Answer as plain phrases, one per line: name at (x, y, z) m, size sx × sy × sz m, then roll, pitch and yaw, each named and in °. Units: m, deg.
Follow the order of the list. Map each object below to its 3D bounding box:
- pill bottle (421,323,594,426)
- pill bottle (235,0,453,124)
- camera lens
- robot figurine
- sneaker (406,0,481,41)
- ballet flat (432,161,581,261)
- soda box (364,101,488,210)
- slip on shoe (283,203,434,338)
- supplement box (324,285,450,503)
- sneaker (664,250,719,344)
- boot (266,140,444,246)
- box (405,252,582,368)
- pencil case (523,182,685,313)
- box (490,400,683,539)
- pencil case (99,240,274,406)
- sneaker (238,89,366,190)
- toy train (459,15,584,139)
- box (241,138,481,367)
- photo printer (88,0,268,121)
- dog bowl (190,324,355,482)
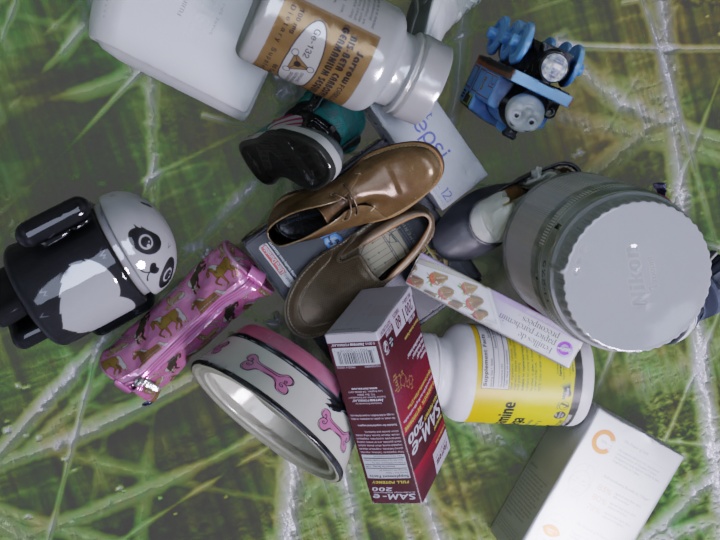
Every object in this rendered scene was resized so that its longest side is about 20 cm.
pill bottle at (0.154, 0.118, 1.185) m, size 0.200 × 0.112 × 0.113 m, roll 4°, pitch 96°, yaw -9°
pill bottle at (-0.014, -0.227, 1.048) m, size 0.200 × 0.114 × 0.114 m, roll 23°, pitch 93°, yaw -15°
camera lens at (0.241, -0.013, 1.046) m, size 0.160 × 0.200 × 0.160 m, roll -2°, pitch 101°, yaw -8°
robot figurine at (-0.290, 0.001, 1.090) m, size 0.200 × 0.150 × 0.125 m, roll -29°, pitch 88°, yaw -5°
sneaker at (0.108, -0.310, 1.136) m, size 0.080 × 0.070 × 0.200 m, roll 24°, pitch 79°, yaw -21°
ballet flat at (0.171, -0.072, 1.162) m, size 0.200 × 0.073 × 0.073 m, roll -26°, pitch 101°, yaw -22°
soda box at (0.055, -0.167, 1.158) m, size 0.068 × 0.063 × 0.200 m, roll -38°, pitch 101°, yaw -3°
slip on shoe at (0.000, 0.000, 1.123) m, size 0.200 × 0.061 × 0.076 m, roll -36°, pitch 100°, yaw -4°
supplement box at (0.032, 0.129, 1.078) m, size 0.061 × 0.109 × 0.200 m, roll -5°, pitch 113°, yaw 25°
sneaker at (0.374, 0.025, 1.169) m, size 0.146 × 0.202 × 0.077 m, roll -27°, pitch 84°, yaw -6°
boot at (-0.007, -0.071, 1.073) m, size 0.200 × 0.075 × 0.074 m, roll -22°, pitch 104°, yaw 16°
box at (0.145, 0.043, 1.132) m, size 0.200 × 0.041 × 0.039 m, roll 28°, pitch 90°, yaw 8°
pencil case at (0.276, -0.021, 1.198) m, size 0.200 × 0.094 × 0.091 m, roll -25°, pitch 99°, yaw -5°
box at (0.264, 0.264, 1.228) m, size 0.124 × 0.097 × 0.200 m, roll 30°, pitch 92°, yaw -11°
pencil case at (-0.187, 0.055, 1.124) m, size 0.200 × 0.083 × 0.087 m, roll -43°, pitch 63°, yaw 3°
sneaker at (-0.040, -0.142, 1.088) m, size 0.121 × 0.200 × 0.084 m, roll -38°, pitch 112°, yaw -18°
toy train at (0.171, -0.203, 1.109) m, size 0.087 × 0.200 × 0.114 m, roll 21°, pitch 104°, yaw -12°
box at (0.002, -0.013, 1.178) m, size 0.198 × 0.050 × 0.200 m, roll -36°, pitch 100°, yaw -5°
photo printer at (-0.177, -0.276, 1.104) m, size 0.200 × 0.069 × 0.166 m, roll 26°, pitch 92°, yaw -12°
dog bowl at (-0.082, 0.137, 1.114) m, size 0.200 × 0.200 × 0.074 m, roll 43°, pitch 69°, yaw -11°
